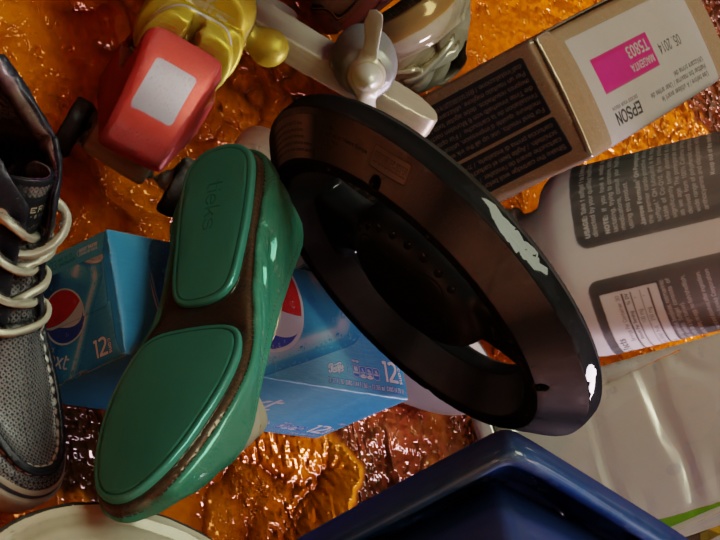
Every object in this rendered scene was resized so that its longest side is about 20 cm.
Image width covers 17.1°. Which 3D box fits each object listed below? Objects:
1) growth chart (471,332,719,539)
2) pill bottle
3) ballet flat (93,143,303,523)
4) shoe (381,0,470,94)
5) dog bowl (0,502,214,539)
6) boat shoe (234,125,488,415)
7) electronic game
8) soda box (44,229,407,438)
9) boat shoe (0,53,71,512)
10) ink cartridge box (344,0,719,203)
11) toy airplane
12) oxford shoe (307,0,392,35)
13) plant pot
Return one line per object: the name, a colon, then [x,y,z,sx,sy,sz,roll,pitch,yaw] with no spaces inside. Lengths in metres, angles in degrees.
growth chart: [0.166,0.108,1.331,0.018,0.200,0.145,43,35,-83]
pill bottle: [0.166,-0.013,1.361,0.111,0.200,0.111,-13,90,-76]
ballet flat: [-0.061,0.037,1.058,0.070,0.067,0.200,52,39,-42]
shoe: [0.038,-0.128,1.326,0.053,0.070,0.200,54,4,-3]
dog bowl: [-0.101,0.199,0.985,0.200,0.074,0.200,25,42,-25]
boat shoe: [0.000,0.000,1.272,0.200,0.072,0.066,37,48,-21]
electronic game: [0.032,-0.001,1.102,0.042,0.200,0.200,-44,109,-19]
soda box: [-0.069,0.034,1.160,0.200,0.068,0.064,11,62,-48]
boat shoe: [-0.161,0.002,1.040,0.075,0.093,0.200,-25,90,-54]
ink cartridge box: [0.095,-0.089,1.358,0.200,0.165,0.075,-30,93,-54]
toy airplane: [-0.073,-0.138,1.191,0.200,0.141,0.199,-7,55,-39]
oxford shoe: [-0.008,-0.175,1.291,0.070,0.200,0.075,-41,98,-13]
plant pot: [0.065,0.200,1.131,0.200,0.200,0.180,32,40,-37]
